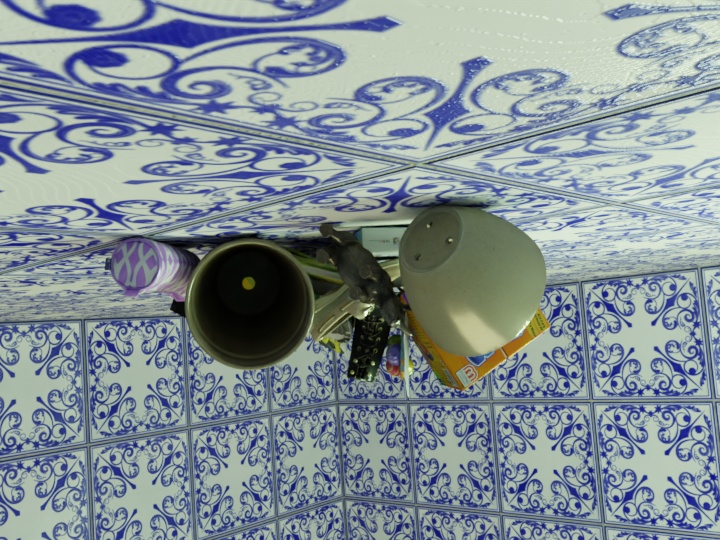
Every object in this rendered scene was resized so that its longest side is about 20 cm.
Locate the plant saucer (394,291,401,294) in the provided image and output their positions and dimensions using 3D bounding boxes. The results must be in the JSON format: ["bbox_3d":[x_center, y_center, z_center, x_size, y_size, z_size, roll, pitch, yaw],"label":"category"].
[{"bbox_3d":[0.027,0.066,1.703,0.196,0.037,0.200,-2,180,0],"label":"plant saucer"}]

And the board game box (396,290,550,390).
[{"bbox_3d":[0.195,0.080,1.457,0.198,0.201,0.200,-34,178,-7],"label":"board game box"}]

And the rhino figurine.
[{"bbox_3d":[0.013,0.018,1.124,0.060,0.200,0.087,-45,162,13],"label":"rhino figurine"}]

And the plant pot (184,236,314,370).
[{"bbox_3d":[-0.177,0.038,1.250,0.196,0.204,0.174,-4,-169,-8],"label":"plant pot"}]

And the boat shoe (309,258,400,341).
[{"bbox_3d":[-0.004,0.046,1.247,0.198,0.066,0.072,-30,168,15],"label":"boat shoe"}]

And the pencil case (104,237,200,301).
[{"bbox_3d":[-0.303,0.001,1.178,0.082,0.087,0.200,-3,176,10],"label":"pencil case"}]

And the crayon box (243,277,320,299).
[{"bbox_3d":[-0.151,0.040,1.465,0.171,0.059,0.200,30,175,1],"label":"crayon box"}]

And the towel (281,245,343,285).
[{"bbox_3d":[-0.048,0.001,1.345,0.141,0.023,0.200,13,171,18],"label":"towel"}]

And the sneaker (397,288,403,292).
[{"bbox_3d":[0.083,-0.001,1.680,0.085,0.082,0.200,7,167,0],"label":"sneaker"}]

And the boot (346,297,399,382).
[{"bbox_3d":[0.019,0.120,1.390,0.072,0.157,0.204,12,170,3],"label":"boot"}]

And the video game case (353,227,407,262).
[{"bbox_3d":[0.069,-0.037,1.287,0.178,0.046,0.200,-2,175,-12],"label":"video game case"}]

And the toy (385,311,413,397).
[{"bbox_3d":[0.071,0.162,1.451,0.046,0.117,0.200,-2,160,8],"label":"toy"}]

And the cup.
[{"bbox_3d":[0.130,-0.006,1.045,0.198,0.203,0.143,-8,147,37],"label":"cup"}]

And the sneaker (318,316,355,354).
[{"bbox_3d":[-0.044,0.094,1.482,0.073,0.086,0.200,21,160,0],"label":"sneaker"}]

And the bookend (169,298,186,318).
[{"bbox_3d":[-0.256,0.080,1.621,0.196,0.094,0.200,24,-176,17],"label":"bookend"}]

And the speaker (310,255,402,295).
[{"bbox_3d":[0.000,0.000,1.467,0.197,0.083,0.081,-7,174,27],"label":"speaker"}]
